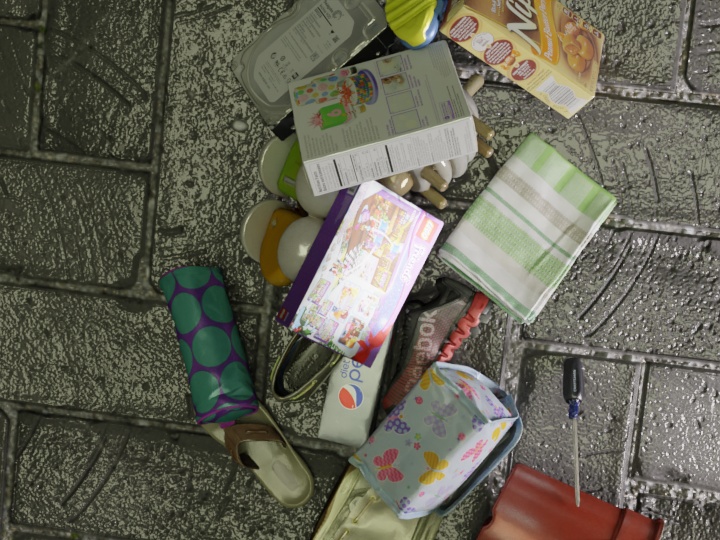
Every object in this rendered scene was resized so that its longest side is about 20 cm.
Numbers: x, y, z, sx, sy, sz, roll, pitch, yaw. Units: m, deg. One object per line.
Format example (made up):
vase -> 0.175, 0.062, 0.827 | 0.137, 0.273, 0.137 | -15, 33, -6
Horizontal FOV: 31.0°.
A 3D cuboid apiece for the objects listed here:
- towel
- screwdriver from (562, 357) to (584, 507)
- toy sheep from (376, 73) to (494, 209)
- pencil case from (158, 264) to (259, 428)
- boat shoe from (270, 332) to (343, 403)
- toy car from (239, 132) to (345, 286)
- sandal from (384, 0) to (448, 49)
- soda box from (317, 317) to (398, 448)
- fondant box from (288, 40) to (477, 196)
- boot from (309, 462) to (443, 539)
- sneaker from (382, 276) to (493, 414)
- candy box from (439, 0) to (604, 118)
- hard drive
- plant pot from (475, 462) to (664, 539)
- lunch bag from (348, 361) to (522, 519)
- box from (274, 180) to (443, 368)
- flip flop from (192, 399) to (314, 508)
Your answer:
towel -> 0.211, -0.054, 1.628 | 0.149, 0.031, 0.201 | 38, 84, -1
screwdriver -> 0.263, 0.197, 1.612 | 0.029, 0.202, 0.028 | 24, 142, -21
toy sheep -> 0.088, -0.166, 1.603 | 0.138, 0.138, 0.200 | 44, 73, 0
pencil case -> -0.192, 0.094, 1.653 | 0.084, 0.092, 0.202 | -12, 74, -19
boat shoe -> -0.043, 0.081, 1.611 | 0.072, 0.060, 0.203 | 37, 102, 12
toy car -> -0.050, -0.073, 1.623 | 0.149, 0.175, 0.202 | 11, 99, -31
sandal -> 0.081, -0.341, 1.573 | 0.079, 0.202, 0.087 | -16, 139, 29
soda box -> 0.000, 0.121, 1.669 | 0.067, 0.063, 0.203 | 12, 97, 7
fondant box -> 0.023, -0.178, 1.508 | 0.198, 0.145, 0.059 | -14, 137, 2
boot -> 0.011, 0.365, 1.691 | 0.153, 0.072, 0.202 | 26, 97, 0
sneaker -> 0.080, 0.093, 1.656 | 0.098, 0.071, 0.201 | 36, 96, 1
candy box -> 0.196, -0.285, 1.556 | 0.199, 0.116, 0.055 | 31, 139, -18
hard drive -> -0.059, -0.274, 1.613 | 0.199, 0.038, 0.140 | -39, 54, 8
plant pot -> 0.244, 0.350, 1.615 | 0.194, 0.201, 0.202 | 28, 98, 11
lunch bag -> 0.106, 0.210, 1.600 | 0.127, 0.200, 0.170 | 45, 100, 19
box -> 0.000, 0.000, 1.548 | 0.136, 0.039, 0.202 | 28, 89, -35
flip flop -> -0.138, 0.231, 1.696 | 0.081, 0.058, 0.200 | -40, 91, 8
